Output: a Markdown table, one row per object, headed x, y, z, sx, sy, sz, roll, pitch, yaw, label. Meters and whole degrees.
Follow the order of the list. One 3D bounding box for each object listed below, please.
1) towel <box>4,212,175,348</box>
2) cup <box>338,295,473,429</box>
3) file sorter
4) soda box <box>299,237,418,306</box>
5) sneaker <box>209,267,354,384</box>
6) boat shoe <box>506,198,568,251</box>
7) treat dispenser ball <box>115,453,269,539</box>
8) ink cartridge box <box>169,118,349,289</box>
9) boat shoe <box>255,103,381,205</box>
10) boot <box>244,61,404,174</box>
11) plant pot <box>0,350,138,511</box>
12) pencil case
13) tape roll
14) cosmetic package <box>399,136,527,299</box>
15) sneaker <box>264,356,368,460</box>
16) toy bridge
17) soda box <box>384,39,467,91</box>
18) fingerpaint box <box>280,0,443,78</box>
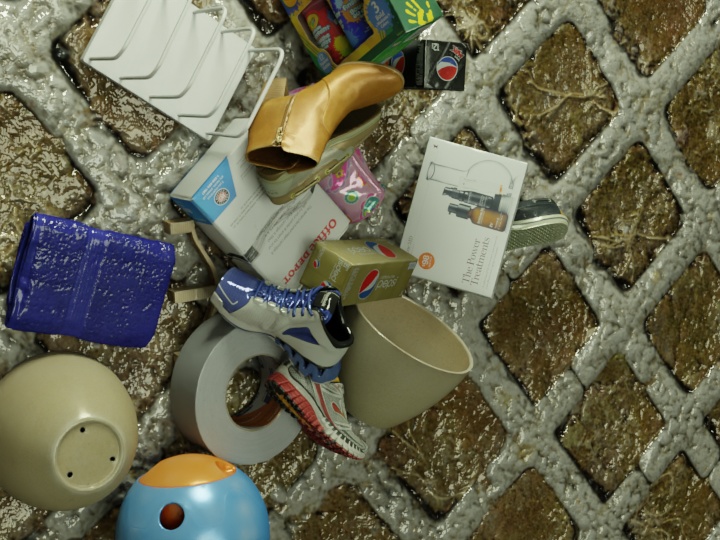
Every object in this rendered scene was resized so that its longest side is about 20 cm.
| x | y | z | sx | sy | sz | roll | pitch | yaw | label |
| --- | --- | --- | --- | --- | --- | --- | --- | --- | --- |
| -0.342 | 0.015 | 1.566 | 0.198 | 0.049 | 0.150 | 13 | 101 | -32 | towel |
| 0.038 | 0.136 | 1.748 | 0.198 | 0.201 | 0.144 | 21 | 112 | -31 | cup |
| -0.218 | -0.272 | 1.550 | 0.199 | 0.124 | 0.140 | 31 | 81 | -30 | file sorter |
| 0.000 | 0.000 | 1.696 | 0.199 | 0.067 | 0.065 | -4 | 122 | -62 | soda box |
| -0.083 | 0.048 | 1.591 | 0.198 | 0.115 | 0.081 | 36 | 41 | -6 | sneaker |
| 0.214 | -0.071 | 1.869 | 0.197 | 0.063 | 0.075 | -7 | 144 | -8 | boat shoe |
| -0.215 | 0.338 | 1.591 | 0.198 | 0.200 | 0.204 | -5 | 100 | -30 | treat dispenser ball |
| -0.132 | -0.081 | 1.654 | 0.145 | 0.084 | 0.200 | -50 | 118 | -16 | ink cartridge box |
| -0.052 | -0.156 | 1.614 | 0.199 | 0.074 | 0.067 | -33 | 138 | -24 | boat shoe |
| -0.043 | -0.186 | 1.554 | 0.198 | 0.145 | 0.071 | -5 | 140 | 9 | boot |
| -0.357 | 0.213 | 1.536 | 0.198 | 0.134 | 0.204 | -6 | 101 | -30 | plant pot |
| -0.043 | -0.161 | 1.695 | 0.087 | 0.087 | 0.201 | -43 | 117 | -18 | pencil case |
| -0.156 | 0.157 | 1.670 | 0.198 | 0.066 | 0.204 | -10 | 106 | -38 | tape roll |
| 0.146 | -0.076 | 1.798 | 0.149 | 0.052 | 0.203 | 15 | 89 | 10 | cosmetic package |
| -0.043 | 0.186 | 1.680 | 0.082 | 0.077 | 0.201 | -52 | 128 | -20 | sneaker |
| -0.222 | 0.030 | 1.651 | 0.066 | 0.027 | 0.203 | -10 | 104 | -30 | toy bridge |
| 0.061 | -0.277 | 1.673 | 0.070 | 0.199 | 0.064 | -1 | 99 | -30 | soda box |
| -0.008 | -0.346 | 1.591 | 0.073 | 0.199 | 0.168 | -29 | 91 | -34 | fingerpaint box |
